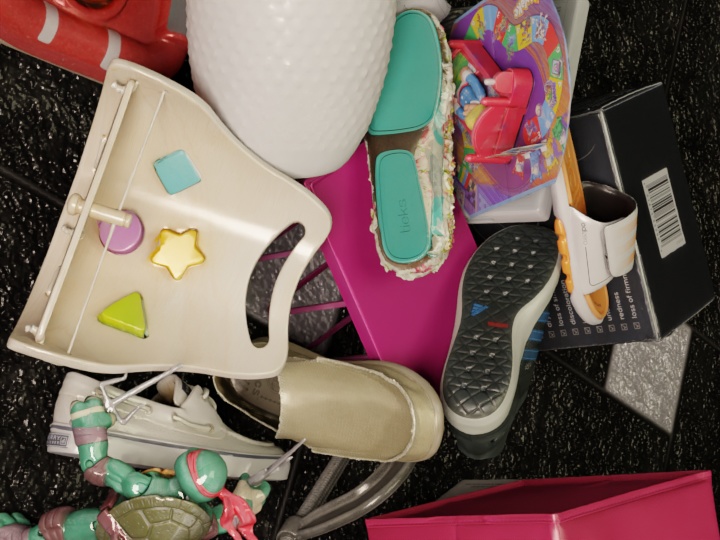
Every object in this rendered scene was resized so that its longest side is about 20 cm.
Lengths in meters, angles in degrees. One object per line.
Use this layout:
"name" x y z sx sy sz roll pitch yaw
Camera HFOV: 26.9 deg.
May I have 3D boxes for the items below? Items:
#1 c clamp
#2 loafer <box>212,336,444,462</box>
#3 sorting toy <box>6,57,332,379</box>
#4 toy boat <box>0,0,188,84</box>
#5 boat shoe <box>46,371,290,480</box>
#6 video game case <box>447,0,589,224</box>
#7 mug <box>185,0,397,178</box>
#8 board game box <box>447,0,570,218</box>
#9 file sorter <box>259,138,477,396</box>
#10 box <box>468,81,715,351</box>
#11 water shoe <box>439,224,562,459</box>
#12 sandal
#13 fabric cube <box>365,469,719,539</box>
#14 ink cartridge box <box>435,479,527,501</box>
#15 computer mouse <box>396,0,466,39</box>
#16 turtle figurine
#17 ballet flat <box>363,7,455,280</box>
"c clamp" -0.014 0.158 1.157 0.027 0.171 0.200 51 38 -9
"loafer" -0.029 0.099 1.093 0.068 0.199 0.076 -12 108 -50
"sorting toy" -0.118 -0.012 1.020 0.179 0.107 0.201 20 83 -8
"toy boat" -0.178 -0.209 1.031 0.200 0.130 0.131 18 72 -42
"boat shoe" -0.131 0.111 1.085 0.199 0.071 0.070 15 77 -36
"video game case" 0.091 -0.132 1.251 0.023 0.181 0.201 35 61 -49
"mug" -0.048 -0.171 1.076 0.200 0.147 0.176 -84 178 -67
"board game box" 0.088 -0.128 1.112 0.039 0.200 0.159 -2 82 -23
"file sorter" 0.000 0.000 1.184 0.139 0.125 0.201 -36 109 -40
"box" 0.176 -0.040 1.306 0.124 0.196 0.201 -26 104 -50
"water shoe" 0.105 0.052 1.156 0.079 0.071 0.200 81 28 -49
"sandal" 0.180 -0.050 1.154 0.079 0.059 0.207 -65 143 -57
"fabric cube" 0.148 0.266 1.125 0.196 0.200 0.200 -4 85 -43
"ink cartridge box" 0.076 0.284 1.251 0.200 0.084 0.145 -31 105 -42
"computer mouse" 0.035 -0.195 1.187 0.200 0.109 0.044 42 30 -83
"turtle figurine" -0.140 0.147 0.976 0.150 0.200 0.101 43 29 -23
"ballet flat" 0.038 -0.090 1.111 0.064 0.075 0.201 25 67 -70
